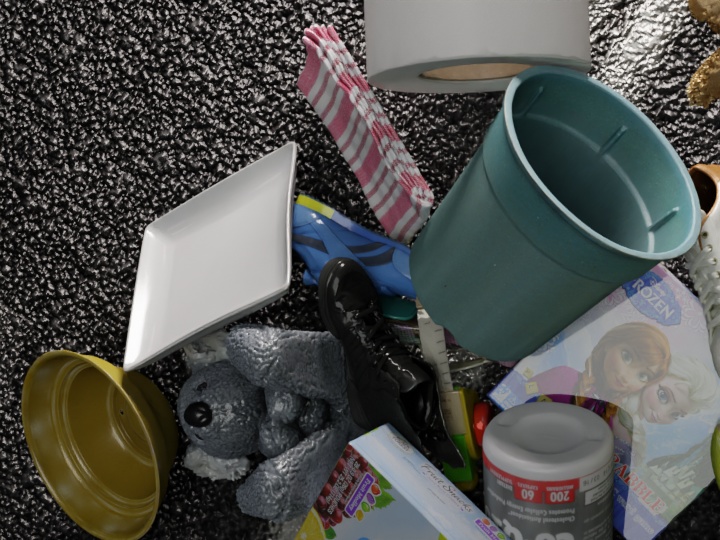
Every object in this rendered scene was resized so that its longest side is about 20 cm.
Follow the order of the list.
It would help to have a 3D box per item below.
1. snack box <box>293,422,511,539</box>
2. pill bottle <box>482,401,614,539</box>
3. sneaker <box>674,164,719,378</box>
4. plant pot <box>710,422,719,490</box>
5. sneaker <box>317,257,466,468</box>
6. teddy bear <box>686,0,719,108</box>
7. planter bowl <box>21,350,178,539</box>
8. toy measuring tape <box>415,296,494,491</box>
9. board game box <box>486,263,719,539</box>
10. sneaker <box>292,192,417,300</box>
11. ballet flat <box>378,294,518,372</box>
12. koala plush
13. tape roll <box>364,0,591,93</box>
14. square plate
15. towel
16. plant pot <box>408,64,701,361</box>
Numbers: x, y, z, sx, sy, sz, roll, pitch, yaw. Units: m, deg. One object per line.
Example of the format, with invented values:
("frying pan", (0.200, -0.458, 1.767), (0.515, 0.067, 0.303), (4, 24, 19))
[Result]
("snack box", (0.025, 0.265, 1.234), (0.169, 0.067, 0.201), (43, 125, 21))
("pill bottle", (0.165, 0.228, 1.232), (0.113, 0.114, 0.202), (4, 116, 17))
("sneaker", (0.302, 0.001, 1.206), (0.084, 0.073, 0.202), (14, 62, -14))
("plant pot", (0.392, 0.183, 1.131), (0.198, 0.200, 0.182), (-30, 91, 12))
("sneaker", (0.028, 0.086, 1.252), (0.104, 0.060, 0.201), (6, 114, 53))
("teddy bear", (0.364, -0.178, 1.235), (0.200, 0.067, 0.145), (46, 112, 6))
("planter bowl", (-0.240, 0.161, 1.391), (0.199, 0.083, 0.202), (17, 118, 36))
("toy measuring tape", (0.083, 0.109, 1.300), (0.073, 0.074, 0.202), (-7, 107, 17))
("board game box", (0.253, 0.113, 1.272), (0.200, 0.041, 0.200), (45, 102, 12))
("sneaker", (0.000, 0.000, 1.326), (0.199, 0.066, 0.079), (27, 78, 26))
("ballet flat", (0.058, 0.062, 1.328), (0.198, 0.069, 0.072), (6, 107, 16))
("koala plush", (-0.096, 0.136, 1.341), (0.199, 0.183, 0.179), (-4, 91, 39))
("tape roll", (0.101, -0.240, 1.240), (0.201, 0.203, 0.141), (-3, 89, 17))
("square plate", (-0.136, -0.010, 1.341), (0.197, 0.028, 0.201), (-28, 39, 25))
("towel", (0.000, -0.119, 1.304), (0.030, 0.146, 0.201), (-28, 80, -12))
("plant pot", (0.152, -0.034, 1.206), (0.201, 0.200, 0.196), (50, 131, 12))
